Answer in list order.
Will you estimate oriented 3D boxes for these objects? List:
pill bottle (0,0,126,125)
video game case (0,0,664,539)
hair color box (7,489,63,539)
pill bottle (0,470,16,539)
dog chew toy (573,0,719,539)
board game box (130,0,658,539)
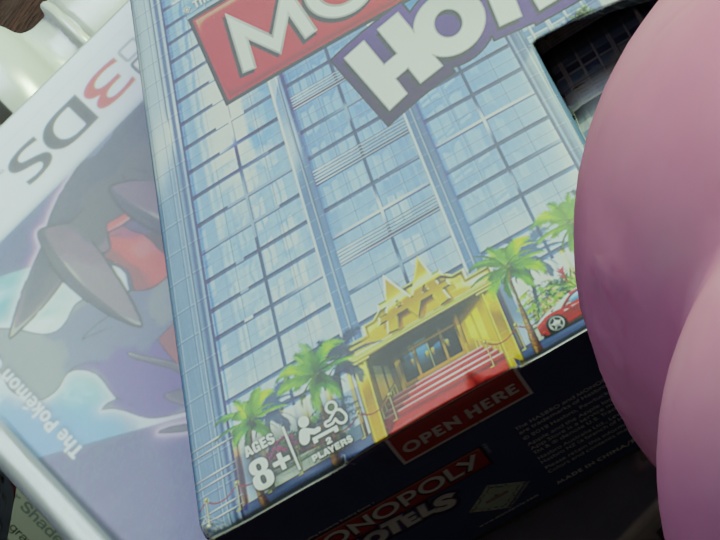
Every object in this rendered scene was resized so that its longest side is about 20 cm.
[{"bbox_3d":[-0.149,-0.026,1.143,0.200,0.111,0.111,-45,16,-4],"label":"pill bottle"},{"bbox_3d":[0.000,0.000,0.661,0.182,0.023,0.200,-45,58,-4],"label":"video game case"},{"bbox_3d":[-0.084,0.047,0.828,0.200,0.099,0.061,-42,15,7],"label":"hair color box"},{"bbox_3d":[-0.151,0.122,0.704,0.109,0.108,0.201,-26,47,47],"label":"pill bottle"},{"bbox_3d":[0.097,0.022,0.439,0.124,0.124,0.200,-37,26,22],"label":"dog chew toy"},{"bbox_3d":[0.029,-0.059,0.631,0.199,0.062,0.200,-30,58,6],"label":"board game box"}]
